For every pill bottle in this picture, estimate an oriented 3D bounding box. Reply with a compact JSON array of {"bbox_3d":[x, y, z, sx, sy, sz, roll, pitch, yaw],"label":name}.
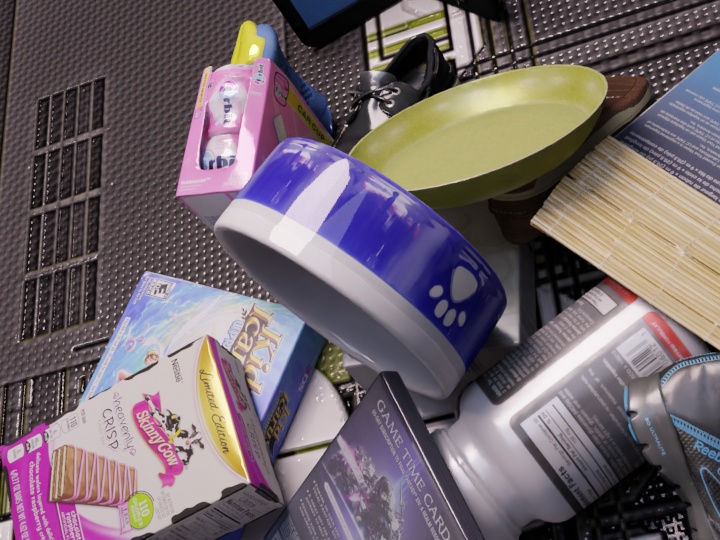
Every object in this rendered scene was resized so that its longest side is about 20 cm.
[{"bbox_3d":[0.141,0.100,0.850,0.200,0.116,0.116,-37,54,2],"label":"pill bottle"}]

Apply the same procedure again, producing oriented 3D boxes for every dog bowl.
[{"bbox_3d":[0.000,0.000,0.851,0.200,0.200,0.079,28,76,34],"label":"dog bowl"}]

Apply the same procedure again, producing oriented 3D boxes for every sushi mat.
[{"bbox_3d":[0.216,-0.010,0.808,0.200,0.012,0.096,37,68,23],"label":"sushi mat"}]

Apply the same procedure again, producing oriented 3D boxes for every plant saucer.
[{"bbox_3d":[0.086,-0.094,0.893,0.199,0.031,0.200,-18,24,9],"label":"plant saucer"}]

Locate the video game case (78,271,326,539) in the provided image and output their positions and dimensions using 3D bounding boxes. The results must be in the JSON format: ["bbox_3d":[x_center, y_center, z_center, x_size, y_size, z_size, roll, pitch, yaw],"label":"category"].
[{"bbox_3d":[-0.145,0.110,1.024,0.181,0.045,0.201,12,69,29],"label":"video game case"}]

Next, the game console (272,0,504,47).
[{"bbox_3d":[0.006,-0.267,1.067,0.172,0.200,0.119,29,79,34],"label":"game console"}]

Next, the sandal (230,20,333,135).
[{"bbox_3d":[-0.068,-0.153,1.061,0.087,0.200,0.080,14,80,4],"label":"sandal"}]

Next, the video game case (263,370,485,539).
[{"bbox_3d":[0.002,0.189,0.857,0.200,0.019,0.143,-56,46,33],"label":"video game case"}]

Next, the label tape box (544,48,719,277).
[{"bbox_3d":[0.254,-0.058,0.891,0.200,0.066,0.143,-40,53,-15],"label":"label tape box"}]

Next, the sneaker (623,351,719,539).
[{"bbox_3d":[0.240,0.145,0.752,0.082,0.073,0.201,-28,94,20],"label":"sneaker"}]

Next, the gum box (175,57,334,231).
[{"bbox_3d":[-0.069,-0.071,0.990,0.066,0.200,0.114,-4,64,23],"label":"gum box"}]

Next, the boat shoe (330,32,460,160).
[{"bbox_3d":[0.022,-0.140,1.016,0.074,0.066,0.199,2,33,38],"label":"boat shoe"}]

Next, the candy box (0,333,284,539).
[{"bbox_3d":[-0.172,0.157,0.945,0.199,0.061,0.137,-29,56,9],"label":"candy box"}]

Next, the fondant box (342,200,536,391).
[{"bbox_3d":[0.064,-0.010,0.984,0.144,0.058,0.201,-9,59,20],"label":"fondant box"}]

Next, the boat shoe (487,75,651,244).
[{"bbox_3d":[0.163,-0.086,0.957,0.075,0.075,0.202,13,37,43],"label":"boat shoe"}]
